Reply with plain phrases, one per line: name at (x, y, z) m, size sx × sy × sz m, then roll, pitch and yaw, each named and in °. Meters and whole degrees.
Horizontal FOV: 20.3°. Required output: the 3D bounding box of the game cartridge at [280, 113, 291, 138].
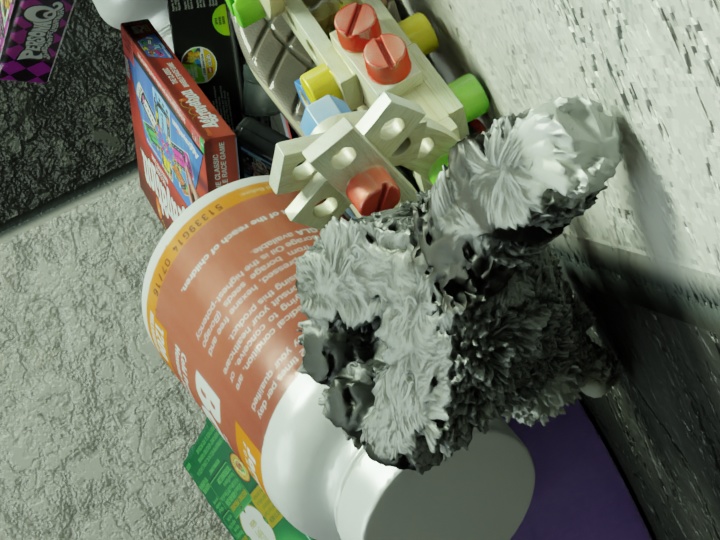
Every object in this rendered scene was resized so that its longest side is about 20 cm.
game cartridge at (-0.009, -0.059, 1.255) m, size 0.133 × 0.041 × 0.200 m, roll 58°, pitch 173°, yaw 21°

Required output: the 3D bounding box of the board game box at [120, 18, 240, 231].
board game box at (-0.095, -0.057, 1.072) m, size 0.200 × 0.019 × 0.103 m, roll -128°, pitch 29°, yaw -61°

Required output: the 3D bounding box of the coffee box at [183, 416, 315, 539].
coffee box at (-0.013, 0.155, 1.044) m, size 0.200 × 0.044 × 0.123 m, roll 54°, pitch 157°, yaw 9°

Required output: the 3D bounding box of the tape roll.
tape roll at (0.081, 0.130, 1.003) m, size 0.200 × 0.085 × 0.200 m, roll 62°, pitch 174°, yaw 12°

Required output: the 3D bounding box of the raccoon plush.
raccoon plush at (0.071, 0.007, 0.726) m, size 0.200 × 0.134 × 0.097 m, roll -30°, pitch 75°, yaw 50°

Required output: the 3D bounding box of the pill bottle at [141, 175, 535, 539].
pill bottle at (-0.011, 0.050, 0.895) m, size 0.200 × 0.112 × 0.112 m, roll 47°, pitch 164°, yaw 46°

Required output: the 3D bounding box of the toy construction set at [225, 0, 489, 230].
toy construction set at (-0.004, -0.093, 0.810) m, size 0.131 × 0.092 × 0.200 m, roll 73°, pitch -179°, yaw -55°

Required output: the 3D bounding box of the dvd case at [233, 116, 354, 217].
dvd case at (0.000, 0.000, 1.061) m, size 0.142 × 0.018 × 0.200 m, roll 30°, pitch 161°, yaw 12°

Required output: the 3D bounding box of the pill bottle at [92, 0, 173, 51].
pill bottle at (-0.131, -0.222, 1.242) m, size 0.200 × 0.113 × 0.113 m, roll 64°, pitch 175°, yaw 0°

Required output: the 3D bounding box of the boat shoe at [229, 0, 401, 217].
boat shoe at (-0.003, -0.074, 0.920) m, size 0.073 × 0.074 × 0.200 m, roll 82°, pitch 162°, yaw -72°

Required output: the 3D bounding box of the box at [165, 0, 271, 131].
box at (-0.083, -0.146, 1.138) m, size 0.110 × 0.035 × 0.201 m, roll -73°, pitch -24°, yaw -77°

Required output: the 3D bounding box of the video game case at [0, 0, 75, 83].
video game case at (-0.178, -0.236, 1.101) m, size 0.181 × 0.036 × 0.200 m, roll 119°, pitch 145°, yaw -45°

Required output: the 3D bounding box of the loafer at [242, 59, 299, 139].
loafer at (-0.034, -0.105, 1.081) m, size 0.068 × 0.070 × 0.201 m, roll -134°, pitch 20°, yaw -77°
